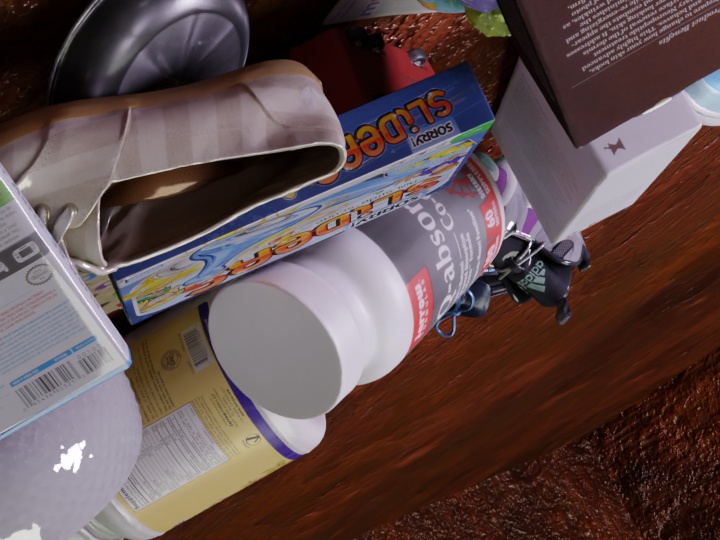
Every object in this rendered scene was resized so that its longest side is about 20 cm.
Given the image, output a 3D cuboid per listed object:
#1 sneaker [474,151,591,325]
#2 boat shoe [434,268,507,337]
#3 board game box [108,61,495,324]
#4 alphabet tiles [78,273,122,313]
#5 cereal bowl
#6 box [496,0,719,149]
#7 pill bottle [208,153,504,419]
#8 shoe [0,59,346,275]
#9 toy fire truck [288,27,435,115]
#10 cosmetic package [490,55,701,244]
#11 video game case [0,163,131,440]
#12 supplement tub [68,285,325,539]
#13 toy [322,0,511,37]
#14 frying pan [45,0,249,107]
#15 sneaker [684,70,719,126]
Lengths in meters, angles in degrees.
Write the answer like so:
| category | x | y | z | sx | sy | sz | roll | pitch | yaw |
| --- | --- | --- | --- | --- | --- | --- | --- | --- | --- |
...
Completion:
| category | x | y | z | sx | sy | sz | roll | pitch | yaw |
| --- | --- | --- | --- | --- | --- | --- | --- | --- | --- |
| sneaker | 0.115 | -0.017 | 1.069 | 0.200 | 0.140 | 0.078 | -13 | 159 | -45 |
| boat shoe | 0.099 | 0.010 | 1.267 | 0.199 | 0.069 | 0.084 | -23 | 164 | -17 |
| board game box | -0.037 | -0.036 | 0.721 | 0.199 | 0.035 | 0.135 | -24 | 173 | -10 |
| alphabet tiles | -0.122 | -0.013 | 0.880 | 0.199 | 0.015 | 0.196 | -27 | 174 | -4 |
| cereal bowl | -0.222 | 0.079 | 0.746 | 0.199 | 0.200 | 0.084 | -23 | 122 | -19 |
| box | 0.109 | -0.154 | 0.649 | 0.100 | 0.075 | 0.200 | -29 | 145 | 5 |
| pill bottle | 0.000 | 0.000 | 0.867 | 0.116 | 0.116 | 0.200 | -43 | -179 | 44 |
| shoe | -0.100 | -0.038 | 0.598 | 0.199 | 0.053 | 0.070 | -21 | 146 | -15 |
| toy fire truck | -0.042 | -0.078 | 0.765 | 0.141 | 0.049 | 0.200 | -25 | 172 | 21 |
| cosmetic package | 0.149 | -0.095 | 0.922 | 0.071 | 0.102 | 0.200 | -27 | 172 | -6 |
| video game case | -0.202 | -0.003 | 0.551 | 0.143 | 0.018 | 0.200 | -29 | 121 | 1 |
| supplement tub | -0.142 | 0.111 | 1.038 | 0.200 | 0.146 | 0.145 | -30 | 165 | 7 |
| toy | 0.091 | -0.160 | 0.744 | 0.199 | 0.047 | 0.115 | -17 | 161 | -37 |
| frying pan | -0.117 | -0.064 | 0.628 | 0.190 | 0.031 | 0.115 | -47 | 155 | -8 |
| sneaker | 0.306 | -0.179 | 1.003 | 0.200 | 0.080 | 0.131 | -28 | 170 | -40 |
